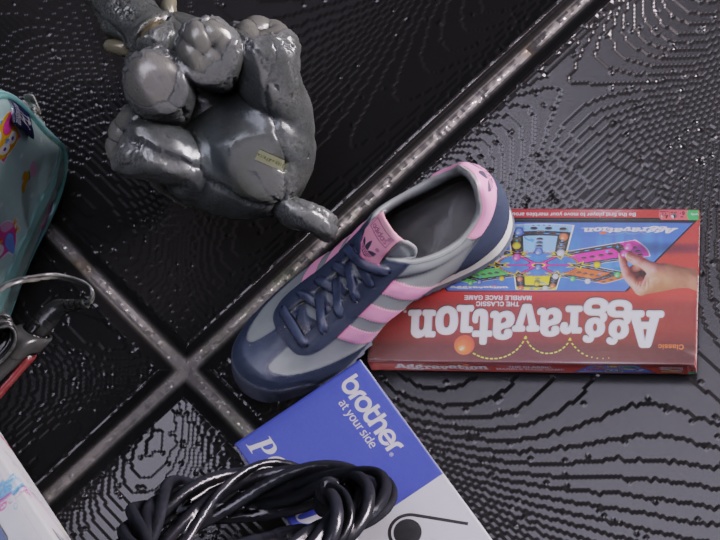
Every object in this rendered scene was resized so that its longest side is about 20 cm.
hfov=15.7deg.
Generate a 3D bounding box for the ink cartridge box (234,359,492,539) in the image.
[{"bbox_3d":[0.019,0.159,1.536,0.094,0.044,0.200,-34,67,-7],"label":"ink cartridge box"}]

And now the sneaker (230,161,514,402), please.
[{"bbox_3d":[0.000,0.000,1.564,0.200,0.082,0.070,-38,67,-5],"label":"sneaker"}]

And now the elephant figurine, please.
[{"bbox_3d":[-0.099,-0.111,1.631,0.141,0.200,0.155,0,102,-13],"label":"elephant figurine"}]

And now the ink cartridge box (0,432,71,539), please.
[{"bbox_3d":[-0.214,0.168,1.517,0.087,0.145,0.200,-33,67,-5],"label":"ink cartridge box"}]

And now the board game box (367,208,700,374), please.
[{"bbox_3d":[0.107,0.012,1.595,0.200,0.019,0.103,0,69,10],"label":"board game box"}]

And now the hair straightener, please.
[{"bbox_3d":[-0.224,0.073,1.435,0.200,0.077,0.041,-44,67,-9],"label":"hair straightener"}]

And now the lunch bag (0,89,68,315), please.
[{"bbox_3d":[-0.254,-0.021,1.597,0.077,0.160,0.200,20,79,22],"label":"lunch bag"}]

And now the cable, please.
[{"bbox_3d":[-0.060,0.136,1.440,0.163,0.200,0.051,-15,98,26],"label":"cable"}]
